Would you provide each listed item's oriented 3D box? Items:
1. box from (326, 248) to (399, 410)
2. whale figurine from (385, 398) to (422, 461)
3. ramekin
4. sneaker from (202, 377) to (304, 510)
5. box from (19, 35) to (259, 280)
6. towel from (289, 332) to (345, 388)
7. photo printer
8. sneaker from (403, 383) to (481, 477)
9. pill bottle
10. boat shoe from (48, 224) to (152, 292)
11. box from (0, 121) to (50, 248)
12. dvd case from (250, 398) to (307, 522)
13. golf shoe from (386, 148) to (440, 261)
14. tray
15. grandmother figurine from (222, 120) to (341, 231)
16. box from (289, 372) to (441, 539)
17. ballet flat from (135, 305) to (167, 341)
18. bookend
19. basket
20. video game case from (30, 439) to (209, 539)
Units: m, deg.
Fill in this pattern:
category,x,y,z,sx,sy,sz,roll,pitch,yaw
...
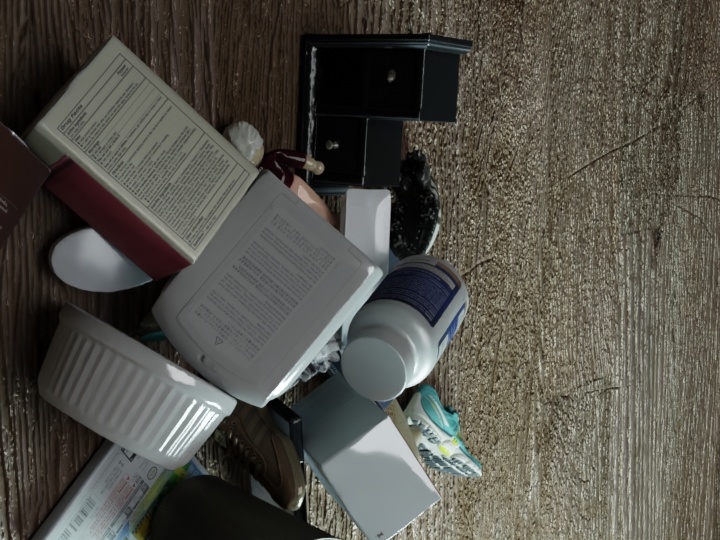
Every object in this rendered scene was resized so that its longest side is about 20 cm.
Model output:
category,x,y,z,sx,sy,sz,roll,pitch,yaw
box,0.024,0.068,1.597,0.158,0.051,0.200,51,53,-9
whale figurine,0.007,0.215,1.627,0.158,0.104,0.202,9,65,-31
ramekin,-0.233,0.121,1.232,0.202,0.201,0.095,39,78,-46
sneaker,-0.130,0.197,1.386,0.075,0.201,0.071,-9,135,-27
box,-0.224,-0.106,1.207,0.200,0.109,0.128,43,62,-17
towel,-0.091,0.046,1.372,0.167,0.085,0.200,62,3,2
photo printer,-0.100,0.025,1.238,0.200,0.166,0.069,-50,177,-4
sneaker,0.128,0.242,1.787,0.200,0.077,0.080,53,48,-41
pill bottle,0.050,0.070,1.450,0.200,0.110,0.112,-49,133,-56
boat shoe,-0.239,-0.028,1.293,0.198,0.066,0.073,-16,109,-30
box,-0.382,-0.045,1.109,0.100,0.074,0.201,50,60,-42
dvd case,-0.100,0.245,1.448,0.017,0.142,0.202,-9,107,-25
golf shoe,0.080,-0.069,1.615,0.201,0.077,0.095,-86,156,-45
tray,0.000,0.000,1.509,0.107,0.022,0.202,-5,98,-58
grandmother figurine,-0.101,-0.097,1.453,0.121,0.060,0.200,-46,127,-10
box,-0.006,0.218,1.433,0.097,0.200,0.125,-35,108,-9
ballet flat,-0.186,0.052,1.383,0.199,0.067,0.076,17,62,-56
bookend,0.025,-0.184,1.486,0.092,0.197,0.202,-5,101,-50
basket,-0.129,0.314,1.328,0.179,0.199,0.137,-22,121,-33
video game case,-0.254,0.273,1.360,0.201,0.022,0.183,-56,134,-30
